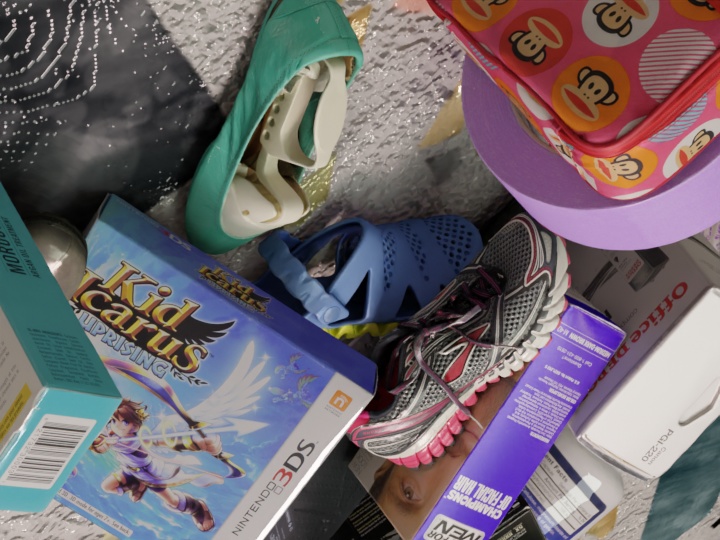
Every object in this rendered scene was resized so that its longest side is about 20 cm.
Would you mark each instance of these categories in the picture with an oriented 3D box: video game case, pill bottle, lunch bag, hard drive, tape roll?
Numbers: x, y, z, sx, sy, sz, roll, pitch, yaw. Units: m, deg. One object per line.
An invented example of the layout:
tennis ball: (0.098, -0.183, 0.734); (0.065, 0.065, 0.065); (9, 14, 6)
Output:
video game case: (-0.120, 0.081, 0.992); (0.199, 0.046, 0.182); (33, 110, -10)
pill bottle: (0.159, 0.180, 1.396); (0.200, 0.120, 0.120); (-40, 146, 3)
lunch bag: (0.152, -0.158, 0.929); (0.176, 0.200, 0.082); (-41, 147, 2)
hard drive: (-0.046, 0.137, 1.147); (0.200, 0.042, 0.136); (-45, 136, -38)
tape roll: (0.164, -0.117, 0.987); (0.200, 0.200, 0.066); (-43, 145, 7)

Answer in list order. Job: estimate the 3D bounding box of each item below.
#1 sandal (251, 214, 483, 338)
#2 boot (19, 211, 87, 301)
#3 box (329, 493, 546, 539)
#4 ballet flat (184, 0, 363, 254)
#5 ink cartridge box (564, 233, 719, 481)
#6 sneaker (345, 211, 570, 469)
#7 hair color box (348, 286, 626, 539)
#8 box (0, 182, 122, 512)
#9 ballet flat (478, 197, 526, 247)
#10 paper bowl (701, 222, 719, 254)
sandal: (0.000, 0.000, 1.087); (0.199, 0.080, 0.088); (-20, 139, -27)
boot: (-0.220, 0.070, 0.891); (0.200, 0.131, 0.068); (-41, 127, 16)
box: (0.018, 0.199, 1.252); (0.199, 0.164, 0.086); (-36, 145, -5)
ballet flat: (-0.052, -0.071, 0.960); (0.067, 0.071, 0.201); (-6, 135, -38)
ink cartridge box: (0.192, 0.031, 1.158); (0.085, 0.200, 0.146); (30, 108, -31)
sneaker: (0.062, 0.045, 1.058); (0.074, 0.081, 0.201); (27, 106, -38)
hair color box: (0.085, 0.092, 1.121); (0.065, 0.109, 0.201); (25, 102, -33)
box: (-0.198, 0.023, 0.819); (0.049, 0.200, 0.082); (14, 121, -47)
ballet flat: (0.154, -0.062, 1.169); (0.066, 0.057, 0.200); (12, 122, -49)
paper bowl: (0.332, -0.087, 1.257); (0.200, 0.104, 0.202); (-25, 143, -21)
